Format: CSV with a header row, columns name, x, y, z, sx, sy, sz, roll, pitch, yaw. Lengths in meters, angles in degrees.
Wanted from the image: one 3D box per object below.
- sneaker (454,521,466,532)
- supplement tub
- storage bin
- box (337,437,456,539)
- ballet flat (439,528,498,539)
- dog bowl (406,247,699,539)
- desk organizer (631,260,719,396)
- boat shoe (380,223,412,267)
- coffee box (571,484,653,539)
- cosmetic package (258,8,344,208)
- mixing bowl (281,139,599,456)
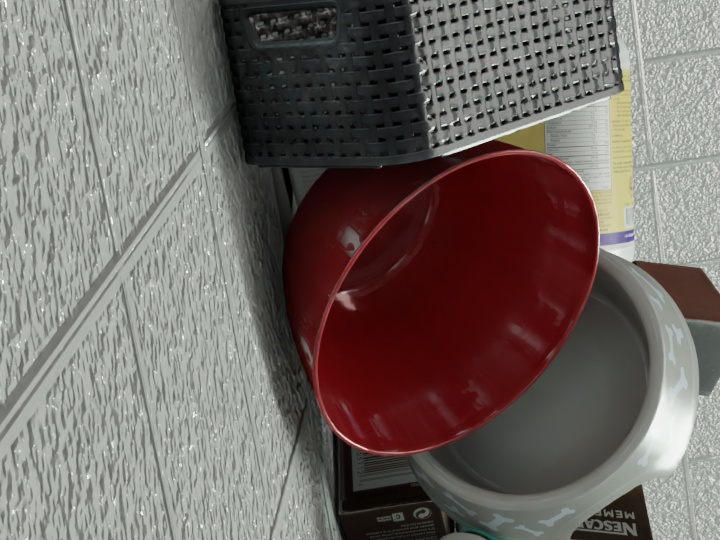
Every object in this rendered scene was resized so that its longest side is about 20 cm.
name,x,y,z,sx,sy,sz,roll,pitch,yaw
sneaker,0.087,0.145,1.161,0.080,0.070,0.202,122,-35,-75
supplement tub,0.123,-0.099,1.226,0.145,0.144,0.202,-41,128,-83
storage bin,0.036,-0.122,0.928,0.199,0.135,0.094,-21,107,-43
box,0.033,0.183,1.196,0.201,0.074,0.101,74,9,-45
ballet flat,0.040,0.238,1.101,0.200,0.069,0.070,115,-22,-49
dog bowl,0.108,0.068,1.061,0.059,0.199,0.201,44,37,-63
desk organizer,0.185,0.037,1.285,0.072,0.199,0.077,-66,-148,30
boat shoe,0.005,0.000,1.145,0.202,0.074,0.087,79,7,-54
coffee box,0.124,0.201,1.367,0.115,0.198,0.080,-88,-174,-54
cosmetic package,-0.025,-0.147,1.065,0.102,0.073,0.201,-92,170,-53
mixing bowl,0.028,-0.004,0.987,0.108,0.199,0.201,42,-25,41
